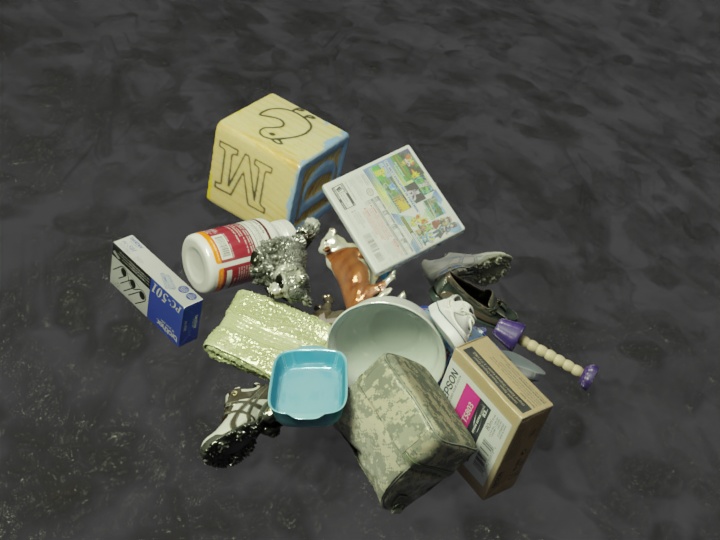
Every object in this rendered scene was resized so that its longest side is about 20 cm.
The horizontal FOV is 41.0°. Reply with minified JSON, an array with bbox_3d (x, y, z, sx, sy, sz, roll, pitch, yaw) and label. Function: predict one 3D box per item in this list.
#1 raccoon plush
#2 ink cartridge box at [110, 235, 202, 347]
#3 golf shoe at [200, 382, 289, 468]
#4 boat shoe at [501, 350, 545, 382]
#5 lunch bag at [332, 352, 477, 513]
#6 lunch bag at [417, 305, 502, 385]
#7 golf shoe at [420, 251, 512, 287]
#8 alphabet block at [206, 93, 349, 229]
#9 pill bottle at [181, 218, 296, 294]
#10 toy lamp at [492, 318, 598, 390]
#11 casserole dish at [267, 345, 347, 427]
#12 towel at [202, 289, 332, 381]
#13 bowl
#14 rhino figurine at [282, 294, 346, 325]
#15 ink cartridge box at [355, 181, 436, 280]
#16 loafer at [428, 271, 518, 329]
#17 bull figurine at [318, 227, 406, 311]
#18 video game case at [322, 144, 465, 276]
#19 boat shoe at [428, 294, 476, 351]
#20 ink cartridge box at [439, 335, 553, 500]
[{"bbox_3d":[-0.104,-0.023,1.702,0.134,0.097,0.200,16,61,39],"label":"raccoon plush"},{"bbox_3d":[-0.354,0.034,1.658,0.200,0.094,0.044,39,43,26],"label":"ink cartridge box"},{"bbox_3d":[-0.191,0.235,1.491,0.094,0.078,0.200,31,30,23],"label":"golf shoe"},{"bbox_3d":[0.253,0.187,1.704,0.074,0.068,0.199,37,18,35],"label":"boat shoe"},{"bbox_3d":[0.055,0.249,1.485,0.139,0.168,0.200,27,22,-50],"label":"lunch bag"},{"bbox_3d":[0.163,0.126,1.745,0.200,0.094,0.151,-13,43,-44],"label":"lunch bag"},{"bbox_3d":[0.213,-0.014,1.937,0.200,0.078,0.097,-11,39,-31],"label":"golf shoe"},{"bbox_3d":[-0.167,-0.208,1.940,0.200,0.196,0.195,29,38,16],"label":"alphabet block"},{"bbox_3d":[-0.217,-0.032,1.773,0.200,0.113,0.113,-16,48,-35],"label":"pill bottle"},{"bbox_3d":[0.340,0.151,1.780,0.200,0.058,0.058,27,39,10],"label":"toy lamp"},{"bbox_3d":[-0.080,0.185,1.500,0.121,0.039,0.200,-1,27,0],"label":"casserole dish"},{"bbox_3d":[-0.151,0.116,1.635,0.200,0.036,0.148,22,58,14],"label":"towel"},{"bbox_3d":[0.050,0.118,1.622,0.201,0.201,0.090,19,30,4],"label":"bowl"},{"bbox_3d":[-0.065,0.091,1.718,0.200,0.060,0.087,6,49,-7],"label":"rhino figurine"},{"bbox_3d":[0.063,-0.092,1.841,0.084,0.200,0.145,24,9,10],"label":"ink cartridge box"},{"bbox_3d":[0.225,0.058,1.815,0.200,0.063,0.072,20,28,-26],"label":"loafer"},{"bbox_3d":[0.000,0.000,1.728,0.121,0.065,0.200,-22,57,4],"label":"bull figurine"},{"bbox_3d":[0.058,-0.109,1.715,0.182,0.022,0.200,-27,68,-12],"label":"video game case"},{"bbox_3d":[0.158,0.078,1.597,0.074,0.065,0.200,56,5,-15],"label":"boat shoe"},{"bbox_3d":[0.196,0.234,1.520,0.075,0.200,0.165,-16,47,-35],"label":"ink cartridge box"}]
